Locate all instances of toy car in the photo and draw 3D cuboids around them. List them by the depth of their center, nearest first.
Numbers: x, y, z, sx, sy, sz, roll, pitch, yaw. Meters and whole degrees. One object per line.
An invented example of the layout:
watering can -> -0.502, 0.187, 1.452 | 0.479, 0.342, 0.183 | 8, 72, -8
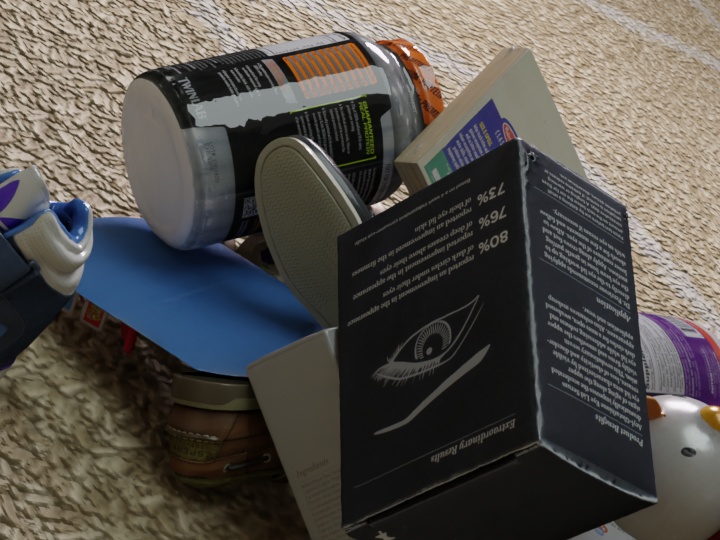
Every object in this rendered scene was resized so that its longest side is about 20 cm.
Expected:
toy car -> 0.225, 0.122, 1.265 | 0.199, 0.177, 0.185 | 24, 36, -19

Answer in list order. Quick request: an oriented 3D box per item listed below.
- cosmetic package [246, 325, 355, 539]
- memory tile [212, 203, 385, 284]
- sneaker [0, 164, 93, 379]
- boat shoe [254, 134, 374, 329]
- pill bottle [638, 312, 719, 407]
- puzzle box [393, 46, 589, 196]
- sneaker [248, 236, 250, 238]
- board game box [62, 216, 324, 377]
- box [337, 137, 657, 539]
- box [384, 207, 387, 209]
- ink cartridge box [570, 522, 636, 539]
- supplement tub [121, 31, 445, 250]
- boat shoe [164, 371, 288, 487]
cosmetic package -> 0.019, 0.130, 1.208 | 0.102, 0.074, 0.201 | -12, 78, -54
memory tile -> -0.038, -0.002, 1.392 | 0.199, 0.017, 0.154 | 11, 53, 2
sneaker -> -0.236, -0.009, 1.100 | 0.200, 0.147, 0.081 | 11, 33, -50
boat shoe -> 0.000, 0.000, 1.297 | 0.200, 0.072, 0.068 | 57, 33, -5
pill bottle -> 0.162, 0.081, 1.379 | 0.200, 0.112, 0.112 | 7, 36, -48
puzzle box -> 0.109, -0.037, 1.408 | 0.025, 0.133, 0.200 | 9, -44, 47
sneaker -> -0.026, 0.040, 1.431 | 0.080, 0.071, 0.201 | 69, 2, -59
board game box -> -0.114, 0.030, 1.312 | 0.200, 0.039, 0.158 | 31, 26, 23
box -> 0.072, 0.053, 1.141 | 0.104, 0.148, 0.201 | 28, 49, -38
box -> 0.021, 0.029, 1.518 | 0.050, 0.075, 0.200 | 21, 23, -11
ink cartridge box -> 0.114, 0.167, 1.393 | 0.147, 0.076, 0.200 | 32, 27, -15
supplement tub -> -0.050, -0.092, 1.365 | 0.199, 0.123, 0.123 | -14, 48, -26
boat shoe -> -0.051, 0.101, 1.281 | 0.072, 0.068, 0.200 | 9, 3, 41
